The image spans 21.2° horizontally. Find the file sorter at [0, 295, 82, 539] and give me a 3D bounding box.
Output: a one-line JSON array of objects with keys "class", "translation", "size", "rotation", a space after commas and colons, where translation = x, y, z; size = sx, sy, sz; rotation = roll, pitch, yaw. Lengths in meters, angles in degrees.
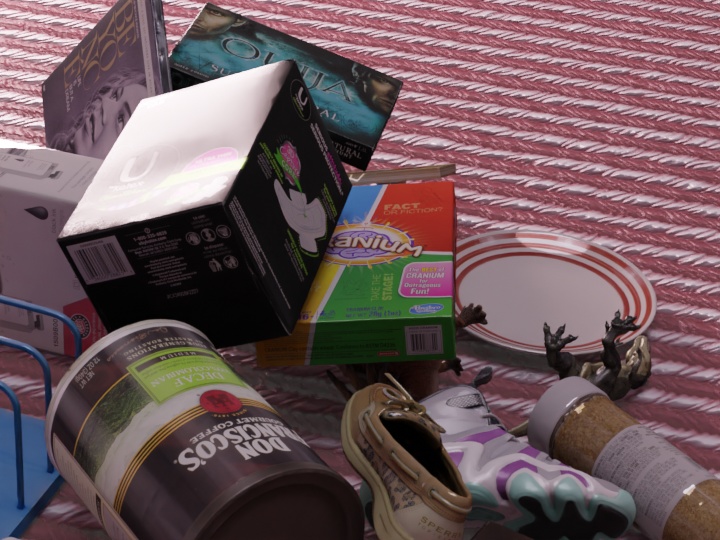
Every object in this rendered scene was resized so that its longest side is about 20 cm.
[{"class": "file sorter", "translation": [-0.298, 0.116, 1.370], "size": [0.138, 0.124, 0.200], "rotation": [13, 33, 15]}]

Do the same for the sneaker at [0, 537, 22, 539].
[{"class": "sneaker", "translation": [-0.282, 0.232, 1.231], "size": [0.070, 0.074, 0.200], "rotation": [19, 35, 17]}]

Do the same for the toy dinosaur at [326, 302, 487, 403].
[{"class": "toy dinosaur", "translation": [0.012, 0.068, 1.526], "size": [0.135, 0.086, 0.200], "rotation": [-25, 36, -28]}]

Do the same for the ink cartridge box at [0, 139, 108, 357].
[{"class": "ink cartridge box", "translation": [-0.274, -0.020, 1.565], "size": [0.198, 0.148, 0.083], "rotation": [12, 29, 14]}]

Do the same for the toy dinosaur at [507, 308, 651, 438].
[{"class": "toy dinosaur", "translation": [0.176, 0.079, 1.515], "size": [0.199, 0.089, 0.047], "rotation": [-21, 40, -35]}]

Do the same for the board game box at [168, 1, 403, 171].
[{"class": "board game box", "translation": [-0.069, -0.168, 1.728], "size": [0.199, 0.028, 0.136], "rotation": [22, 35, 0]}]

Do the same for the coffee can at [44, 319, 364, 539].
[{"class": "coffee can", "translation": [-0.111, 0.145, 1.321], "size": [0.145, 0.147, 0.200], "rotation": [-16, 37, -29]}]

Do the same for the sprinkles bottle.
[{"class": "sprinkles bottle", "translation": [0.210, 0.154, 1.417], "size": [0.068, 0.069, 0.200], "rotation": [-19, 39, -33]}]

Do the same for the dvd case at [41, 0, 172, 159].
[{"class": "dvd case", "translation": [-0.227, -0.151, 1.701], "size": [0.016, 0.200, 0.150], "rotation": [12, 57, -36]}]

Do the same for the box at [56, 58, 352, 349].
[{"class": "box", "translation": [-0.113, -0.045, 1.461], "size": [0.147, 0.125, 0.201], "rotation": [-11, 32, 24]}]

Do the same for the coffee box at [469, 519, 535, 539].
[{"class": "coffee box", "translation": [0.138, 0.255, 1.237], "size": [0.199, 0.080, 0.113], "rotation": [21, 36, 25]}]

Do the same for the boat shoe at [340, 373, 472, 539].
[{"class": "boat shoe", "translation": [0.038, 0.127, 1.298], "size": [0.073, 0.063, 0.200], "rotation": [21, 21, -23]}]

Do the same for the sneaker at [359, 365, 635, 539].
[{"class": "sneaker", "translation": [0.103, 0.129, 1.413], "size": [0.198, 0.078, 0.141], "rotation": [6, 46, 2]}]

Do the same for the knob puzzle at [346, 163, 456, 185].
[{"class": "knob puzzle", "translation": [-0.018, -0.073, 1.734], "size": [0.218, 0.031, 0.220], "rotation": [-5, 4, 0]}]

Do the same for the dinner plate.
[{"class": "dinner plate", "translation": [0.156, 0.023, 1.664], "size": [0.198, 0.024, 0.201], "rotation": [3, 33, -2]}]

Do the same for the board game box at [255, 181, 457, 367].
[{"class": "board game box", "translation": [0.000, 0.000, 1.512], "size": [0.152, 0.041, 0.201], "rotation": [-3, 33, 4]}]
